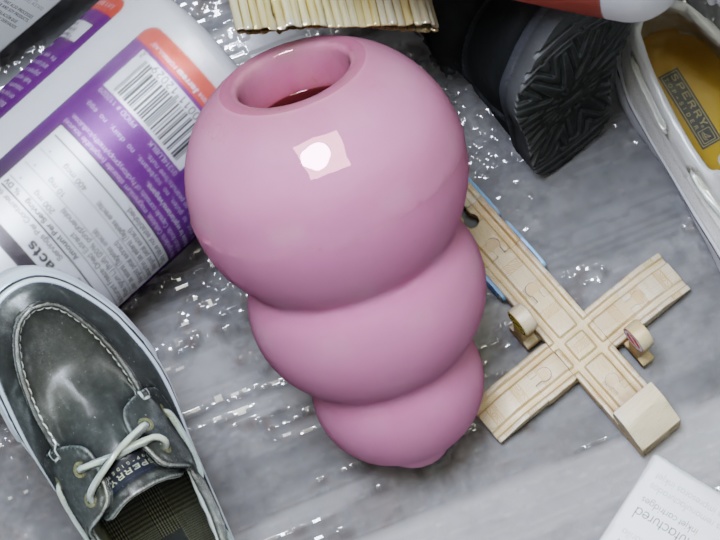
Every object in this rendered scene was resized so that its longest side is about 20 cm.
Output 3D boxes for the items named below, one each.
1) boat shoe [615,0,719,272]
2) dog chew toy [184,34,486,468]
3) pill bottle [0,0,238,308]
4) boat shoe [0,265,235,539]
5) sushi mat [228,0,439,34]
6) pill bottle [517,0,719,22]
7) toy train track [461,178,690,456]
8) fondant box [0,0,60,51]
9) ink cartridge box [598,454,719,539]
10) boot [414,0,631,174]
[{"bbox_3d":[0.185,-0.042,1.272,0.071,0.070,0.201,-30,72,-6],"label":"boat shoe"},{"bbox_3d":[0.000,0.000,1.222,0.124,0.201,0.125,-15,29,9],"label":"dog chew toy"},{"bbox_3d":[-0.141,-0.028,1.271,0.200,0.111,0.111,-43,74,-10],"label":"pill bottle"},{"bbox_3d":[-0.097,0.085,1.206,0.072,0.071,0.200,-35,103,-7],"label":"boat shoe"},{"bbox_3d":[-0.029,-0.193,1.217,0.095,0.012,0.201,-5,69,-21],"label":"sushi mat"},{"bbox_3d":[0.078,-0.164,1.134,0.199,0.112,0.113,13,73,13],"label":"pill bottle"},{"bbox_3d":[0.074,0.000,1.286,0.115,0.033,0.200,-38,72,-8],"label":"toy train track"},{"bbox_3d":[-0.144,-0.218,1.315,0.200,0.058,0.145,-38,59,13],"label":"fondant box"},{"bbox_3d":[0.121,0.197,1.198,0.115,0.068,0.200,31,77,14],"label":"ink cartridge box"},{"bbox_3d":[0.033,-0.151,1.272,0.066,0.165,0.200,-35,73,-14],"label":"boot"}]
